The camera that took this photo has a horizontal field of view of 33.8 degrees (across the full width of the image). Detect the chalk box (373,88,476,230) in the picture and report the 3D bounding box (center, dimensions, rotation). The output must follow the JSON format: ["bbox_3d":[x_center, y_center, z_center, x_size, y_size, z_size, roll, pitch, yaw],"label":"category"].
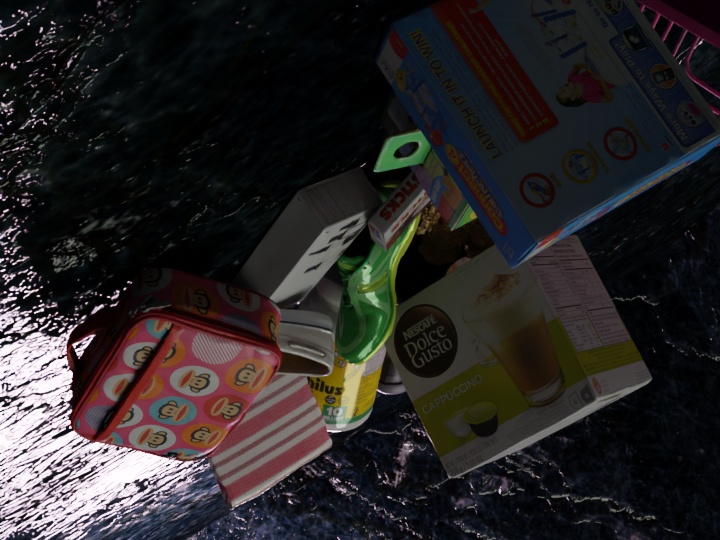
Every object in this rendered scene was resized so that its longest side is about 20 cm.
[{"bbox_3d":[0.103,-0.128,1.006,0.199,0.124,0.125,-29,167,-21],"label":"chalk box"}]

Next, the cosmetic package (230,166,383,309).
[{"bbox_3d":[-0.059,-0.020,1.184,0.082,0.051,0.200,-23,164,-37],"label":"cosmetic package"}]

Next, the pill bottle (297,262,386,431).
[{"bbox_3d":[-0.024,0.080,1.390,0.112,0.113,0.201,-23,137,-41],"label":"pill bottle"}]

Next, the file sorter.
[{"bbox_3d":[0.369,-0.215,1.239,0.199,0.139,0.126,-21,141,-45],"label":"file sorter"}]

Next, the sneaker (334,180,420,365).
[{"bbox_3d":[0.000,0.000,1.247,0.083,0.074,0.201,2,106,-42],"label":"sneaker"}]

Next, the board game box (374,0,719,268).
[{"bbox_3d":[0.146,-0.135,0.912,0.195,0.201,0.056,-28,169,-21],"label":"board game box"}]

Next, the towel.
[{"bbox_3d":[-0.126,0.144,1.326,0.146,0.201,0.030,-27,-168,-26],"label":"towel"}]

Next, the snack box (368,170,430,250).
[{"bbox_3d":[0.081,-0.107,1.154,0.200,0.024,0.072,-49,169,-7],"label":"snack box"}]

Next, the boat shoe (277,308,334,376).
[{"bbox_3d":[-0.119,0.079,1.193,0.199,0.070,0.071,6,149,-24],"label":"boat shoe"}]

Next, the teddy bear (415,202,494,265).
[{"bbox_3d":[0.119,-0.067,1.277,0.144,0.067,0.200,11,141,-14],"label":"teddy bear"}]

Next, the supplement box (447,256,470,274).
[{"bbox_3d":[0.115,0.012,1.571,0.199,0.126,0.074,-30,173,-18],"label":"supplement box"}]

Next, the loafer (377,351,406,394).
[{"bbox_3d":[0.014,0.078,1.513,0.071,0.200,0.063,-11,124,-21],"label":"loafer"}]

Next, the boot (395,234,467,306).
[{"bbox_3d":[0.063,-0.028,1.479,0.138,0.078,0.200,-10,-152,52],"label":"boot"}]

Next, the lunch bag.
[{"bbox_3d":[-0.182,0.086,1.091,0.175,0.082,0.200,19,131,-24],"label":"lunch bag"}]

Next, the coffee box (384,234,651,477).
[{"bbox_3d":[0.173,0.089,1.335,0.199,0.199,0.200,-33,166,27],"label":"coffee box"}]

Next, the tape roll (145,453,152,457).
[{"bbox_3d":[-0.188,0.140,1.427,0.202,0.071,0.203,-31,168,-8],"label":"tape roll"}]
